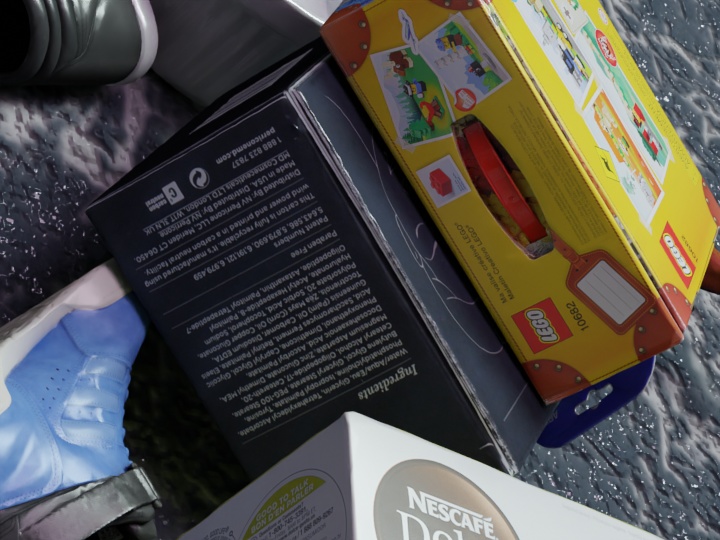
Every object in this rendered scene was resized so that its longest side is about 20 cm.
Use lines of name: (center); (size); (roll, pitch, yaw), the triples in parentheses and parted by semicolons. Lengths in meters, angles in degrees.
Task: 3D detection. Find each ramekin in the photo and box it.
ramekin: (-0.049, -0.170, 1.518); (0.200, 0.105, 0.201); (26, 44, -28)

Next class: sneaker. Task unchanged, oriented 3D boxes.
sneaker: (-0.180, -0.175, 1.414); (0.099, 0.071, 0.200); (-20, 79, -56)
sneaker: (-0.125, 0.073, 1.267); (0.111, 0.077, 0.200); (56, 28, -6)

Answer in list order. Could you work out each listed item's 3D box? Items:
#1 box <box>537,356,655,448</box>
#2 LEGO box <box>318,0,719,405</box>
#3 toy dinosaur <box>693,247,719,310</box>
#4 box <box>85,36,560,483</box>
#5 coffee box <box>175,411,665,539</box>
box: (0.075, -0.010, 1.498); (0.041, 0.119, 0.201); (1, 58, -48)
LEGO box: (0.079, -0.064, 1.337); (0.200, 0.077, 0.149); (58, 24, -12)
toy dinosaur: (0.152, -0.047, 1.574); (0.199, 0.182, 0.105); (9, 61, 15)
box: (0.000, 0.000, 1.353); (0.197, 0.124, 0.200); (58, 23, -7)
coffee box: (0.015, 0.209, 1.189); (0.199, 0.200, 0.198); (24, 44, -31)
